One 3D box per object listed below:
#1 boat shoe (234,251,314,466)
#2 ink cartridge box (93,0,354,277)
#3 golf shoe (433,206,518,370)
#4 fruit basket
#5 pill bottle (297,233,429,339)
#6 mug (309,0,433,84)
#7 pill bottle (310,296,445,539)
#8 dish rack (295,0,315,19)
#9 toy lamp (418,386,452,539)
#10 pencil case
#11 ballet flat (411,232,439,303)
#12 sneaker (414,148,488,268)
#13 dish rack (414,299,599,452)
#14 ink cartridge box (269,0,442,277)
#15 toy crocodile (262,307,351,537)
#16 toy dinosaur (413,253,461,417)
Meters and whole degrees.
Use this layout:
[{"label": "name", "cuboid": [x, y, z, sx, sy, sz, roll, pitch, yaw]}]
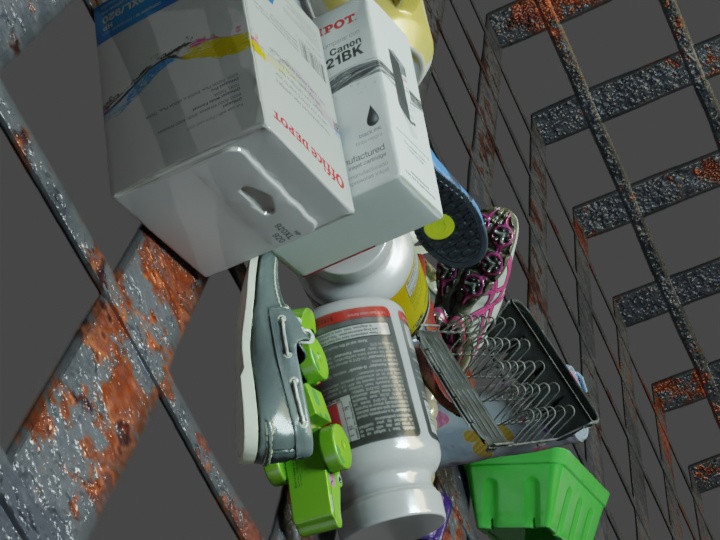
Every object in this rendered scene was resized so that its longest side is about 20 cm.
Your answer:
[{"label": "boat shoe", "cuboid": [-0.069, 0.068, 1.246, 0.073, 0.061, 0.201, 106, -15, -50]}, {"label": "ink cartridge box", "cuboid": [-0.112, -0.129, 1.246, 0.147, 0.144, 0.201, 43, 29, -51]}, {"label": "golf shoe", "cuboid": [0.119, 0.022, 1.666, 0.072, 0.201, 0.092, 31, 15, 24]}, {"label": "fruit basket", "cuboid": [0.205, 0.236, 1.872, 0.215, 0.155, 0.217, -5, 90, -66]}, {"label": "pill bottle", "cuboid": [0.000, 0.000, 1.450, 0.200, 0.112, 0.113, 65, 9, -66]}, {"label": "mug", "cuboid": [0.002, -0.256, 1.522, 0.187, 0.148, 0.154, 86, -13, -52]}, {"label": "pill bottle", "cuboid": [0.006, 0.135, 1.358, 0.116, 0.115, 0.201, 38, 34, -61]}, {"label": "dish rack", "cuboid": [-0.100, -0.268, 1.539, 0.200, 0.043, 0.173, 152, -82, -75]}, {"label": "toy lamp", "cuboid": [0.067, 0.186, 1.564, 0.058, 0.058, 0.201, 50, 36, -48]}, {"label": "pencil case", "cuboid": [0.143, 0.158, 1.642, 0.091, 0.199, 0.084, -53, 127, -64]}, {"label": "ballet flat", "cuboid": [0.054, -0.029, 1.830, 0.200, 0.063, 0.068, 56, 20, -38]}, {"label": "sneaker", "cuboid": [0.055, -0.088, 1.456, 0.200, 0.066, 0.079, 47, 19, -27]}, {"label": "dish rack", "cuboid": [0.138, 0.103, 1.500, 0.200, 0.055, 0.154, 4, 48, -58]}, {"label": "ink cartridge box", "cuboid": [-0.023, -0.118, 1.334, 0.084, 0.144, 0.201, 41, 33, -50]}, {"label": "toy crocodile", "cuboid": [-0.048, 0.122, 1.281, 0.062, 0.067, 0.201, 41, 31, -60]}, {"label": "toy dinosaur", "cuboid": [0.059, 0.065, 1.591, 0.182, 0.199, 0.105, -63, 155, -28]}]
